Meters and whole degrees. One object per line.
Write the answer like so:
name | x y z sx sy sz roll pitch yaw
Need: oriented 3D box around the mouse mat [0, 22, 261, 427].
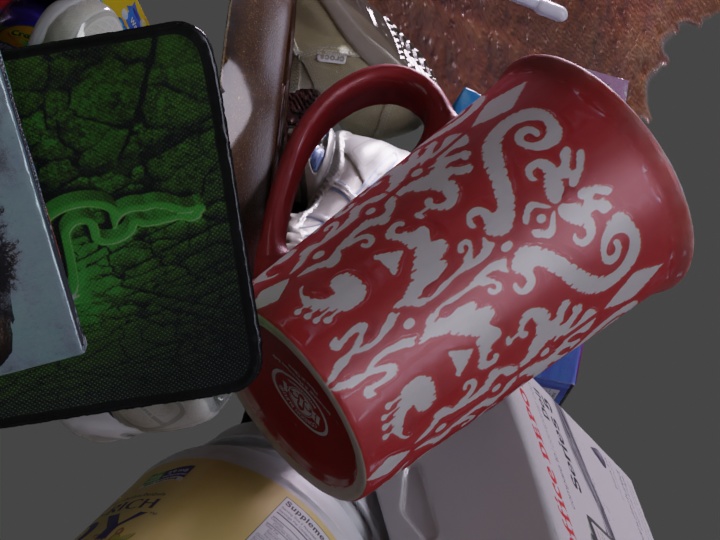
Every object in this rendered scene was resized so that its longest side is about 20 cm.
mouse mat | -0.149 -0.012 1.050 0.008 0.199 0.162 -93 174 -77

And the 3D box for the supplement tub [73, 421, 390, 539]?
supplement tub | -0.079 0.172 1.174 0.200 0.145 0.146 -43 121 -51

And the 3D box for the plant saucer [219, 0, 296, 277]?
plant saucer | -0.055 -0.068 1.258 0.200 0.032 0.202 -173 -90 -90

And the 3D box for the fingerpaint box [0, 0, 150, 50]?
fingerpaint box | -0.166 -0.081 1.146 0.167 0.073 0.201 -56 131 -45

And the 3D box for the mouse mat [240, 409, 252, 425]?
mouse mat | -0.019 0.162 1.337 0.160 0.008 0.201 27 69 -34

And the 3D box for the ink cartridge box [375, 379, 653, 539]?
ink cartridge box | 0.090 0.146 1.258 0.200 0.084 0.146 44 23 -52

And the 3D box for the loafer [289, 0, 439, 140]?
loafer | -0.033 -0.137 1.366 0.200 0.068 0.076 45 13 -26

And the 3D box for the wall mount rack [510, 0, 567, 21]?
wall mount rack | 0.068 -0.248 1.539 0.174 0.074 0.201 42 52 -47

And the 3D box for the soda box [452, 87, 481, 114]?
soda box | 0.042 0.003 1.354 0.064 0.068 0.201 26 59 -5

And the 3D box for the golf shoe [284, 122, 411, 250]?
golf shoe | 0.000 0.000 1.258 0.079 0.097 0.201 99 -1 -46

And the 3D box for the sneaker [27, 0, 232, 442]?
sneaker | -0.100 -0.024 1.101 0.075 0.081 0.201 -21 105 -54

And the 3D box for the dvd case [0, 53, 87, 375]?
dvd case | -0.208 -0.042 1.019 0.022 0.145 0.201 -97 173 -78

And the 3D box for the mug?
mug | 0.028 0.002 1.170 0.200 0.177 0.134 -37 126 -24

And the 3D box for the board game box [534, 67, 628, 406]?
board game box | 0.101 0.013 1.470 0.200 0.043 0.200 113 -10 -64
